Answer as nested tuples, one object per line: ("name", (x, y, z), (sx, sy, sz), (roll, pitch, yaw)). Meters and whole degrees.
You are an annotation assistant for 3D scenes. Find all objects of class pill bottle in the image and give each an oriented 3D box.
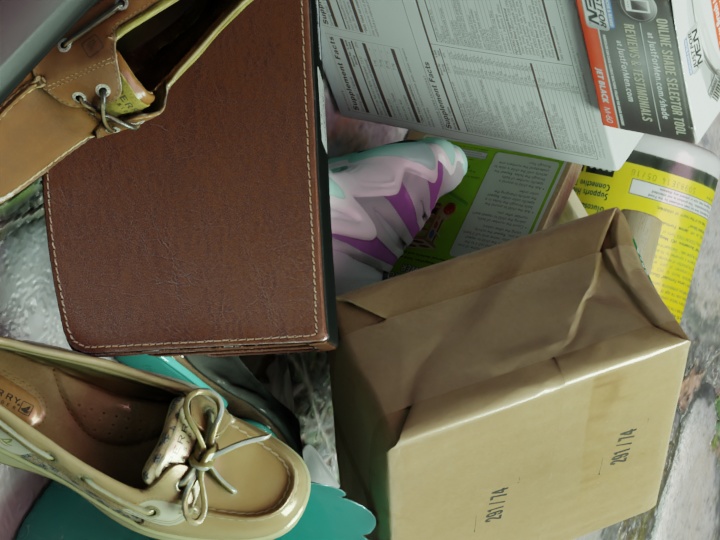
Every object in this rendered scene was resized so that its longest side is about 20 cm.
("pill bottle", (0.188, -0.001, 1.489), (0.112, 0.112, 0.201), (18, 87, -57))

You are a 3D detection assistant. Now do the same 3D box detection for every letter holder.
("letter holder", (-0.089, -0.056, 1.059), (0.101, 0.142, 0.201), (62, 25, -85))

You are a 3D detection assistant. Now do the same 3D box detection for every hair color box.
("hair color box", (0.195, -0.178, 1.114), (0.200, 0.064, 0.111), (-53, 141, -33))

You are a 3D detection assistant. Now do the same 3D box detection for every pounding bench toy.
("pounding bench toy", (0.120, 0.013, 1.313), (0.124, 0.200, 0.156), (-64, 144, -20))

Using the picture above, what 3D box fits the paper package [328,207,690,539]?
("paper package", (0.083, 0.081, 1.174), (0.190, 0.104, 0.200), (-19, 146, -10))

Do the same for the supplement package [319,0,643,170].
("supplement package", (0.085, -0.178, 1.190), (0.152, 0.200, 0.151), (-53, 140, -31))

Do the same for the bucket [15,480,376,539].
("bucket", (-0.095, 0.195, 1.125), (0.207, 0.135, 0.208), (-24, 121, -49))

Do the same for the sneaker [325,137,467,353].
("sneaker", (0.000, 0.000, 1.217), (0.200, 0.078, 0.140), (-16, 94, -43))

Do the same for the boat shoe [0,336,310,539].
("boat shoe", (-0.118, 0.083, 1.001), (0.063, 0.199, 0.073), (124, -18, -67))

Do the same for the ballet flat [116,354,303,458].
("ballet flat", (-0.075, 0.065, 1.172), (0.200, 0.068, 0.069), (58, 46, -48))

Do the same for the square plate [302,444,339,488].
("square plate", (-0.036, 0.246, 1.329), (0.198, 0.028, 0.200), (-60, 144, -22))

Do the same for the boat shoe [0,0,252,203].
("boat shoe", (-0.128, -0.100, 0.969), (0.200, 0.068, 0.072), (-48, 151, 4))

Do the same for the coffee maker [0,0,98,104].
("coffee maker", (-0.188, -0.089, 0.808), (0.200, 0.192, 0.135), (-53, 135, -20))
